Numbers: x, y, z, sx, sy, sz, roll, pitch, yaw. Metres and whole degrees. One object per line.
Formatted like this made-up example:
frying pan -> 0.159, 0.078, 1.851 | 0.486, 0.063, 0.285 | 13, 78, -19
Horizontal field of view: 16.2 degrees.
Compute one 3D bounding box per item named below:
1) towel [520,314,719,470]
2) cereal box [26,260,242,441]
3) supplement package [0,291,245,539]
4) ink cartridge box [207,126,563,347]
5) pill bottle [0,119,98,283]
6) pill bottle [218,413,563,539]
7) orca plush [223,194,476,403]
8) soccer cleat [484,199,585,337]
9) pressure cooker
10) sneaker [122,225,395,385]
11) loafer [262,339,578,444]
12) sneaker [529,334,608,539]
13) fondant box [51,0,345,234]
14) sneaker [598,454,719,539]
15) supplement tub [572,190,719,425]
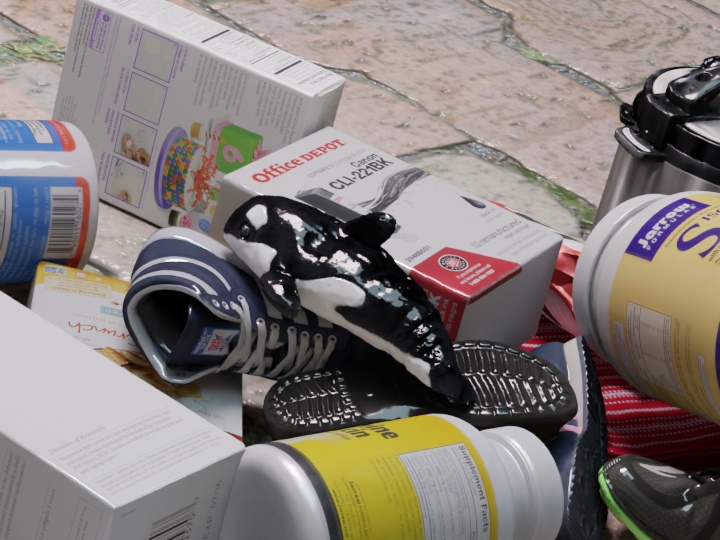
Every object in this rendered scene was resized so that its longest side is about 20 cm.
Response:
towel -> 0.180, 0.081, 1.780 | 0.144, 0.023, 0.200 | 1, 30, -29
cereal box -> -0.146, 0.070, 1.605 | 0.143, 0.040, 0.200 | 14, 26, -11
supplement package -> -0.184, 0.114, 1.418 | 0.200, 0.117, 0.117 | 30, 30, 26
ink cartridge box -> 0.013, -0.009, 1.717 | 0.200, 0.084, 0.144 | 26, 29, 22
pill bottle -> -0.284, -0.046, 1.678 | 0.199, 0.113, 0.112 | 0, 30, -29
pill bottle -> 0.018, 0.144, 1.472 | 0.200, 0.112, 0.112 | -7, 34, -38
orca plush -> 0.000, 0.000, 1.567 | 0.105, 0.071, 0.200 | 1, 32, -43
soccer cleat -> 0.154, 0.010, 1.815 | 0.200, 0.069, 0.085 | 29, 6, 17
pressure cooker -> 0.272, -0.066, 1.914 | 0.178, 0.201, 0.176 | 22, 26, 11
sneaker -> -0.058, 0.045, 1.595 | 0.199, 0.070, 0.109 | 24, 21, 0
loafer -> 0.037, 0.095, 1.594 | 0.199, 0.072, 0.073 | -3, 41, -7
sneaker -> 0.115, 0.122, 1.642 | 0.082, 0.070, 0.200 | -13, 30, 14
fondant box -> -0.124, -0.106, 1.842 | 0.200, 0.145, 0.058 | 25, 26, 18
sneaker -> 0.247, 0.145, 1.614 | 0.199, 0.084, 0.077 | 13, 32, -10
supplement tub -> 0.245, 0.028, 1.651 | 0.145, 0.146, 0.200 | -2, 13, -31
